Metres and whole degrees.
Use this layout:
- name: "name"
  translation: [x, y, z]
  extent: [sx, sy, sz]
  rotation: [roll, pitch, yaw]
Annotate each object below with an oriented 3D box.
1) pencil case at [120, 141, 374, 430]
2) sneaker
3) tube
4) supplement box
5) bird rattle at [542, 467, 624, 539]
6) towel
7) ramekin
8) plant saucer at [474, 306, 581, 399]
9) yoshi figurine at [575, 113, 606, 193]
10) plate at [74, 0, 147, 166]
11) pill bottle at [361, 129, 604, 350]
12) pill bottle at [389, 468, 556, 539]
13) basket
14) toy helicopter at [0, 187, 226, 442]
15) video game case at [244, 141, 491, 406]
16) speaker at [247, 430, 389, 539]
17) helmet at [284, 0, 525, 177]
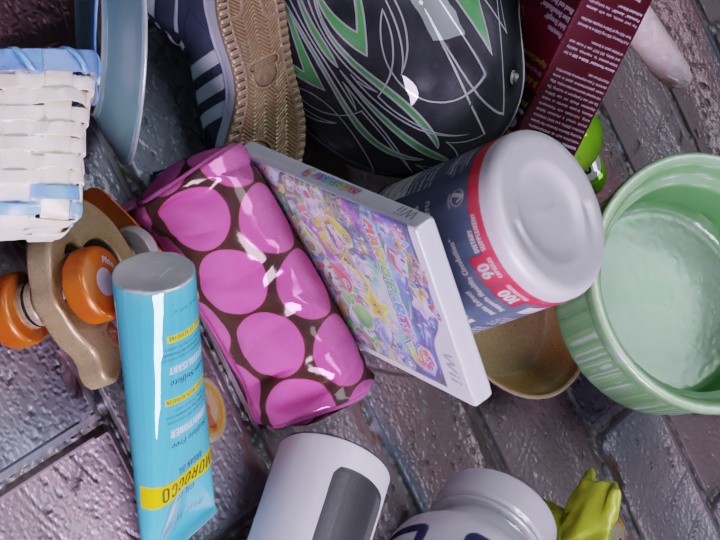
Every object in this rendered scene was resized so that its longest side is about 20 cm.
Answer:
- name: "pencil case"
  translation: [-0.074, 0.015, 1.490]
  extent: [0.093, 0.091, 0.201]
  rotation: [-31, 100, -5]
- name: "sneaker"
  translation: [-0.099, -0.137, 1.543]
  extent: [0.070, 0.108, 0.202]
  rotation: [-22, 123, -32]
- name: "tube"
  translation: [-0.120, 0.087, 1.372]
  extent: [0.077, 0.050, 0.202]
  rotation: [-34, 133, -42]
- name: "supplement box"
  translation: [0.135, -0.158, 1.639]
  extent: [0.061, 0.109, 0.201]
  rotation: [16, 106, -32]
- name: "bird rattle"
  translation: [0.172, 0.250, 1.650]
  extent: [0.163, 0.112, 0.202]
  rotation: [5, 72, -63]
- name: "towel"
  translation: [0.175, -0.250, 1.807]
  extent: [0.200, 0.032, 0.191]
  rotation: [44, 4, -43]
- name: "ramekin"
  translation: [0.247, 0.018, 1.725]
  extent: [0.198, 0.098, 0.202]
  rotation: [4, 77, -20]
- name: "plant saucer"
  translation: [0.104, 0.006, 1.723]
  extent: [0.199, 0.035, 0.202]
  rotation: [22, 59, -41]
- name: "yoshi figurine"
  translation: [0.144, -0.153, 1.771]
  extent: [0.112, 0.112, 0.201]
  rotation: [-19, 83, -50]
- name: "plate"
  translation: [-0.162, -0.167, 1.412]
  extent: [0.025, 0.200, 0.202]
  rotation: [-2, 72, -14]
- name: "pill bottle"
  translation: [0.060, -0.012, 1.557]
  extent: [0.119, 0.199, 0.121]
  rotation: [21, 59, -40]
- name: "pill bottle"
  translation: [0.058, 0.234, 1.508]
  extent: [0.120, 0.119, 0.200]
  rotation: [51, 45, -18]
- name: "basket"
  translation: [-0.238, -0.118, 1.306]
  extent: [0.175, 0.139, 0.202]
  rotation: [0, 89, -17]
- name: "toy helicopter"
  translation: [-0.146, 0.033, 1.429]
  extent: [0.200, 0.078, 0.133]
  rotation: [54, 33, -32]
- name: "video game case"
  translation: [0.000, 0.000, 1.470]
  extent: [0.018, 0.199, 0.144]
  rotation: [-35, 125, -24]
- name: "speaker"
  translation: [-0.044, 0.209, 1.430]
  extent: [0.081, 0.081, 0.201]
  rotation: [39, 54, -30]
- name: "helmet"
  translation: [0.021, -0.167, 1.592]
  extent: [0.200, 0.199, 0.192]
  rotation: [36, 36, -31]
